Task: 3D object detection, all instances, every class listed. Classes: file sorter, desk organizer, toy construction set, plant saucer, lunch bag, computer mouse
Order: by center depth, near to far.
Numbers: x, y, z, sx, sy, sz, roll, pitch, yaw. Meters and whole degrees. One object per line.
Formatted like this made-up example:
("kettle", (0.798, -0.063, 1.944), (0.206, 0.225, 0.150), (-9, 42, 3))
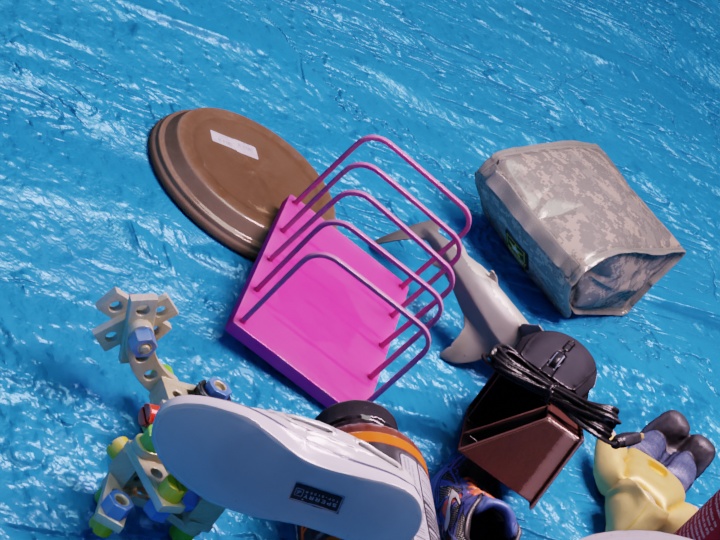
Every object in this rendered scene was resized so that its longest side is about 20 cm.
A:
("toy construction set", (-0.144, 0.111, 1.470), (0.131, 0.092, 0.200), (18, 46, -34))
("desk organizer", (0.135, 0.130, 1.719), (0.077, 0.072, 0.200), (36, 8, 1))
("computer mouse", (0.187, 0.095, 1.719), (0.140, 0.046, 0.200), (34, 8, 15))
("file sorter", (0.000, 0.000, 1.722), (0.139, 0.125, 0.200), (38, 34, -12))
("plant saucer", (-0.101, -0.081, 1.857), (0.200, 0.029, 0.200), (28, 30, -18))
("lunch bag", (0.210, -0.043, 2.078), (0.200, 0.118, 0.164), (2, 46, -56))

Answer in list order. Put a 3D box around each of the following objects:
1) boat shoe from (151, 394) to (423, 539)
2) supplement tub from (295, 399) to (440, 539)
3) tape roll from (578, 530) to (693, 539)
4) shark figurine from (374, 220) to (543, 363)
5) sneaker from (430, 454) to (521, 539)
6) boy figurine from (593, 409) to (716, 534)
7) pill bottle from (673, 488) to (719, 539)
("boat shoe", (-0.052, 0.133, 1.408), (0.200, 0.074, 0.065), (27, 19, -15))
("supplement tub", (0.004, 0.187, 1.508), (0.107, 0.107, 0.200), (25, 30, -25))
("tape roll", (0.230, 0.288, 1.583), (0.200, 0.066, 0.200), (5, 31, -3))
("shark figurine", (0.095, 0.037, 1.875), (0.215, 0.089, 0.128), (51, -5, 5))
("sneaker", (0.095, 0.205, 1.617), (0.075, 0.078, 0.200), (33, 26, -14))
("boy figurine", (0.259, 0.189, 1.855), (0.124, 0.064, 0.200), (46, 25, 7))
("pill bottle", (0.343, 0.230, 1.747), (0.113, 0.200, 0.113), (29, 29, -18))
